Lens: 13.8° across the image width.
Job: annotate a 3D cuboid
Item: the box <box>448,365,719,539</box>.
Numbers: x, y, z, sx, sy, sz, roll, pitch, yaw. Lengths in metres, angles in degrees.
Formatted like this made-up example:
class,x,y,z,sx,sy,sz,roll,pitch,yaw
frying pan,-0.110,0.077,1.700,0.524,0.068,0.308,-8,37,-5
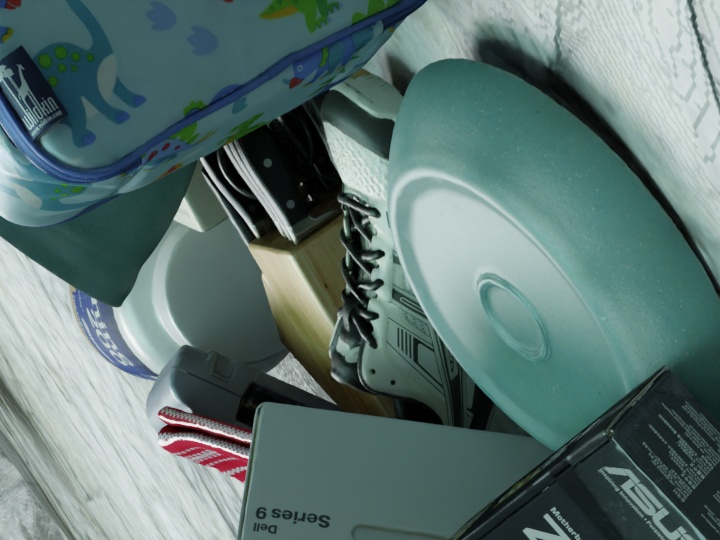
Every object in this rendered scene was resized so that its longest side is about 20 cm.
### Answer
class,x,y,z,sx,sy,sz,roll,pitch,yaw
box,0.135,0.150,1.144,0.200,0.049,0.161,48,143,1

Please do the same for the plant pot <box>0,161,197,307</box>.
class,x,y,z,sx,sy,sz,roll,pitch,yaw
plant pot,-0.146,-0.098,1.346,0.200,0.134,0.200,38,-177,-2

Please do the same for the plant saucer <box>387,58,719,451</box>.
class,x,y,z,sx,sy,sz,roll,pitch,yaw
plant saucer,0.071,0.010,1.172,0.200,0.036,0.200,44,157,24

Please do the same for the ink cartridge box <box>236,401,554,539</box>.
class,x,y,z,sx,sy,sz,roll,pitch,yaw
ink cartridge box,0.016,0.150,1.326,0.200,0.145,0.085,97,180,-56

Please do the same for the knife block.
class,x,y,z,sx,sy,sz,roll,pitch,yaw
knife block,0.000,0.000,1.389,0.200,0.064,0.176,48,165,31

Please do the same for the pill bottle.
class,x,y,z,sx,sy,sz,roll,pitch,yaw
pill bottle,-0.089,0.008,1.613,0.111,0.111,0.200,58,166,-9

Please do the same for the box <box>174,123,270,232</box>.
class,x,y,z,sx,sy,sz,roll,pitch,yaw
box,-0.109,-0.123,1.475,0.201,0.068,0.082,62,166,-18

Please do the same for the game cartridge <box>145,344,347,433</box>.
class,x,y,z,sx,sy,sz,roll,pitch,yaw
game cartridge,-0.013,0.098,1.512,0.199,0.041,0.133,24,171,-5

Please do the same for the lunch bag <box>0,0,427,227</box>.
class,x,y,z,sx,sy,sz,roll,pitch,yaw
lunch bag,-0.085,-0.122,1.115,0.161,0.199,0.082,59,153,5

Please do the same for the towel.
class,x,y,z,sx,sy,sz,roll,pitch,yaw
towel,0.009,0.124,1.432,0.200,0.023,0.144,32,168,-34

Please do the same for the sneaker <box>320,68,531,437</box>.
class,x,y,z,sx,sy,sz,roll,pitch,yaw
sneaker,0.020,0.011,1.301,0.201,0.087,0.076,64,166,-24
